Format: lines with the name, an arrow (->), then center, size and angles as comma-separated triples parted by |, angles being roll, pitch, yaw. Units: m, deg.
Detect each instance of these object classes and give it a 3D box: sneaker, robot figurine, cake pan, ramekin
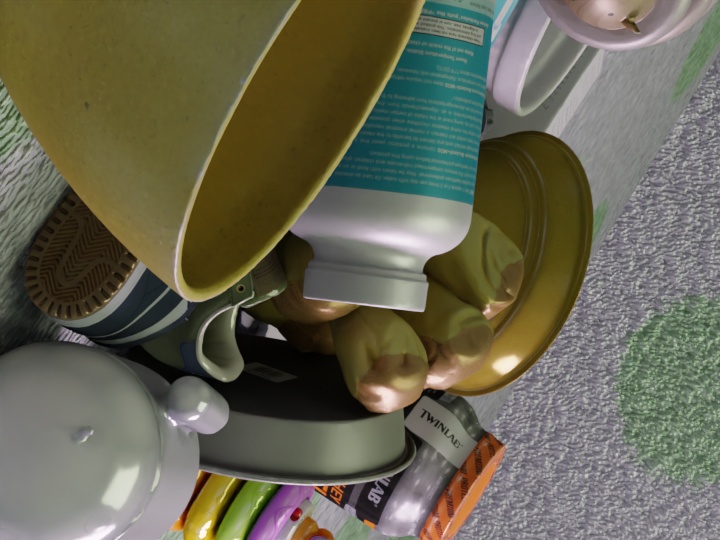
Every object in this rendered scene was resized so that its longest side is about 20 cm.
sneaker -> -0.094, -0.043, 1.198 | 0.200, 0.070, 0.109 | -50, 163, -9
robot figurine -> -0.153, 0.098, 1.211 | 0.169, 0.113, 0.200 | -24, 170, 4
cake pan -> -0.062, 0.081, 1.388 | 0.200, 0.200, 0.037 | -28, 129, -69
sneaker -> -0.074, -0.021, 1.289 | 0.067, 0.090, 0.200 | -37, 156, -55
ramekin -> 0.118, -0.218, 1.563 | 0.200, 0.105, 0.200 | -55, 168, -18

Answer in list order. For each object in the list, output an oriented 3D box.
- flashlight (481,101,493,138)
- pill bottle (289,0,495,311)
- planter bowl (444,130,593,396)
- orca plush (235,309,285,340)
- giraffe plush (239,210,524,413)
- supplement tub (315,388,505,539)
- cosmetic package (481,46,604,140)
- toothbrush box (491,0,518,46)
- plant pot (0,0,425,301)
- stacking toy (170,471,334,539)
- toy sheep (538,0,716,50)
flashlight -> 0.041, -0.106, 1.632 | 0.068, 0.068, 0.200 | -53, 172, 18
pill bottle -> 0.013, -0.080, 1.262 | 0.111, 0.110, 0.201 | 15, 81, -78
planter bowl -> 0.067, -0.018, 1.602 | 0.083, 0.200, 0.201 | 21, 105, -34
orca plush -> -0.049, 0.030, 1.587 | 0.071, 0.105, 0.201 | -151, -110, -65
giraffe plush -> -0.023, -0.003, 1.404 | 0.172, 0.200, 0.162 | -23, 178, -41
supplement tub -> 0.003, 0.121, 1.723 | 0.123, 0.200, 0.123 | -55, 168, -18
cosmetic package -> 0.100, -0.116, 1.773 | 0.200, 0.102, 0.074 | -56, 169, -8
toothbrush box -> 0.065, -0.217, 1.385 | 0.200, 0.085, 0.146 | -59, 167, 8
plant pot -> -0.075, -0.109, 0.925 | 0.200, 0.142, 0.200 | -55, 169, -16
stacking toy -> -0.073, 0.155, 1.484 | 0.116, 0.200, 0.110 | -47, 165, -40
toy sheep -> 0.161, -0.200, 1.323 | 0.200, 0.138, 0.138 | -48, 166, -57
